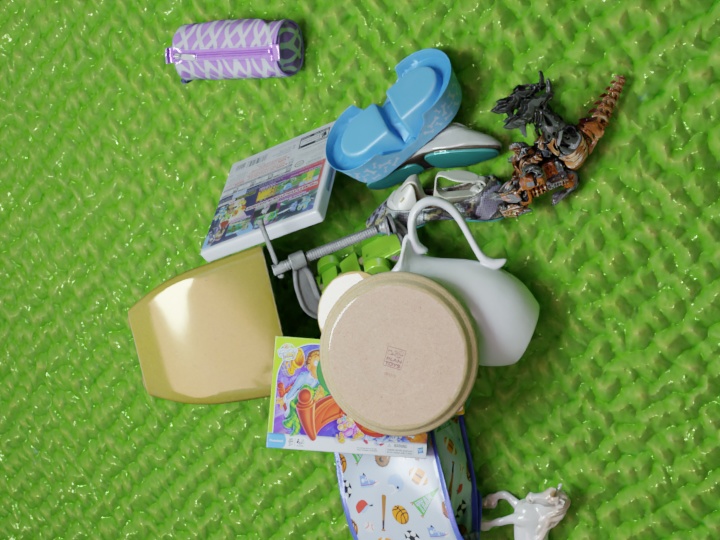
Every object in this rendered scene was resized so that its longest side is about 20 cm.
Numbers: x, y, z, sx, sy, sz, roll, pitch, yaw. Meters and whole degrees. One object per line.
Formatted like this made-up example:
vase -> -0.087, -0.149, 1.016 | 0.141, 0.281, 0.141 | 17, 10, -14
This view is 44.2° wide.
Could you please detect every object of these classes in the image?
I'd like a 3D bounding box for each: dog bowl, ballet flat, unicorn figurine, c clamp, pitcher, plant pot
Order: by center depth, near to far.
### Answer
pitcher -> 0.127, 0.017, 1.099 | 0.198, 0.121, 0.173 | 24, 109, -1
dog bowl -> 0.045, -0.191, 1.129 | 0.199, 0.049, 0.112 | -39, 44, 16
c clamp -> -0.017, -0.014, 1.129 | 0.197, 0.027, 0.173 | -17, 123, -8
ballet flat -> 0.093, -0.094, 1.143 | 0.197, 0.072, 0.073 | -5, 97, 24
ballet flat -> 0.085, -0.159, 1.147 | 0.197, 0.069, 0.071 | -13, 93, 30
unicorn figurine -> 0.215, 0.344, 1.166 | 0.135, 0.074, 0.203 | -4, 113, 28
plant pot -> -0.207, 0.084, 1.221 | 0.197, 0.195, 0.197 | -14, 93, -6

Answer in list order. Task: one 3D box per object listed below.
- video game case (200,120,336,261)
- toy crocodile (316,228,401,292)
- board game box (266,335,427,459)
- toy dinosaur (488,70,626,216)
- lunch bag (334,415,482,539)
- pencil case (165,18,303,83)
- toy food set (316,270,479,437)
video game case -> -0.117, -0.109, 1.211 | 0.198, 0.184, 0.023 | -17, 132, 29
toy crocodile -> 0.000, 0.000, 1.220 | 0.199, 0.062, 0.068 | -31, 49, 24
board game box -> -0.013, 0.158, 1.106 | 0.196, 0.045, 0.137 | 4, 82, -1
toy dinosaur -> 0.227, -0.157, 1.059 | 0.136, 0.102, 0.200 | 44, 82, -17
lunch bag -> 0.065, 0.288, 1.188 | 0.168, 0.123, 0.203 | -21, 70, 30
pencil case -> -0.176, -0.310, 1.243 | 0.197, 0.085, 0.085 | 3, 102, 27
toy food set -> 0.042, 0.101, 1.050 | 0.196, 0.049, 0.202 | -1, 94, 10
